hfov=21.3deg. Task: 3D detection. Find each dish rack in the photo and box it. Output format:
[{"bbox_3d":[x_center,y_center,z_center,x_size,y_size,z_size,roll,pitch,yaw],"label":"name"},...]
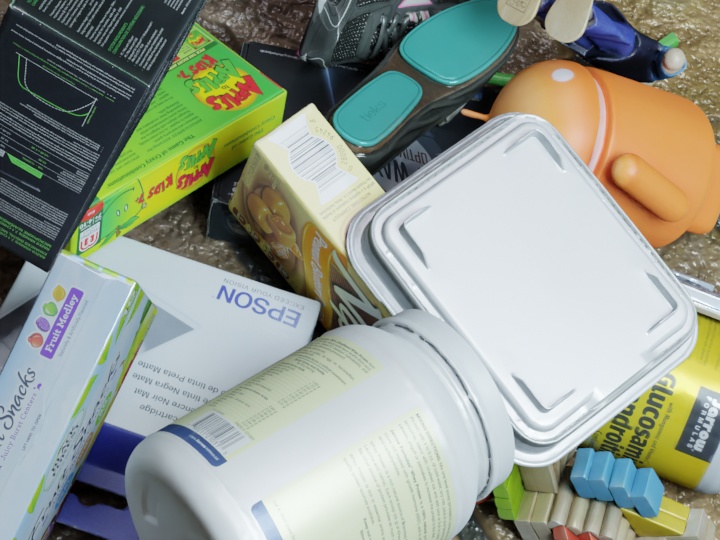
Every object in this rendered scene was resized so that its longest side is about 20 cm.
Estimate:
[{"bbox_3d":[0.108,0.003,1.198,0.171,0.044,0.200,-35,82,-22],"label":"dish rack"}]

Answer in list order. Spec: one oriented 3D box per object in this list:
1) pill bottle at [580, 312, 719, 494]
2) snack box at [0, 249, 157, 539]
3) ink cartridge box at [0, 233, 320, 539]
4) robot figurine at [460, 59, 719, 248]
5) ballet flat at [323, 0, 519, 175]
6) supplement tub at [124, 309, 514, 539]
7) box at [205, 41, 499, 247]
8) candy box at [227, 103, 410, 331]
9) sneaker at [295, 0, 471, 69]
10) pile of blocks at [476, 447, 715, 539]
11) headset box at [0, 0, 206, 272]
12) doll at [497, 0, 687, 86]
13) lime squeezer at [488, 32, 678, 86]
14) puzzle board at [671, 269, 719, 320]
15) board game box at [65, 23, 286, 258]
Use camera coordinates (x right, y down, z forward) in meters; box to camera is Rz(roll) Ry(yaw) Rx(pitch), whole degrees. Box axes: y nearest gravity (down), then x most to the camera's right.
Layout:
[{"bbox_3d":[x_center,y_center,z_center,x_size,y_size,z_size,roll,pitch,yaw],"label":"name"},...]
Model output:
[{"bbox_3d":[0.209,0.081,1.273,0.199,0.112,0.112,21,53,5],"label":"pill bottle"},{"bbox_3d":[-0.188,0.095,1.117,0.053,0.142,0.201,24,83,3],"label":"snack box"},{"bbox_3d":[-0.147,0.074,1.228,0.198,0.041,0.201,18,54,2],"label":"ink cartridge box"},{"bbox_3d":[0.173,-0.083,1.365,0.199,0.117,0.145,14,50,-27],"label":"robot figurine"},{"bbox_3d":[0.036,-0.126,1.365,0.068,0.069,0.200,41,56,17],"label":"ballet flat"},{"bbox_3d":[-0.022,0.121,1.126,0.199,0.145,0.145,-29,64,-27],"label":"supplement tub"},{"bbox_3d":[-0.003,-0.079,1.394,0.199,0.044,0.161,11,52,-3],"label":"box"},{"bbox_3d":[0.000,0.000,1.260,0.055,0.115,0.200,-35,82,-21],"label":"candy box"},{"bbox_3d":[0.033,-0.187,1.423,0.086,0.081,0.200,33,33,20],"label":"sneaker"},{"bbox_3d":[0.132,0.150,1.226,0.199,0.082,0.062,19,52,3],"label":"pile of blocks"},{"bbox_3d":[-0.170,-0.123,1.168,0.092,0.200,0.175,30,47,-7],"label":"headset box"},{"bbox_3d":[0.169,-0.170,1.379,0.136,0.200,0.049,26,94,30],"label":"doll"},{"bbox_3d":[0.172,-0.155,1.489,0.199,0.038,0.071,-10,56,-17],"label":"lime squeezer"},{"bbox_3d":[0.274,0.032,1.317,0.199,0.151,0.017,21,95,5],"label":"puzzle board"},{"bbox_3d":[-0.156,-0.092,1.305,0.101,0.048,0.200,38,51,22],"label":"board game box"}]
